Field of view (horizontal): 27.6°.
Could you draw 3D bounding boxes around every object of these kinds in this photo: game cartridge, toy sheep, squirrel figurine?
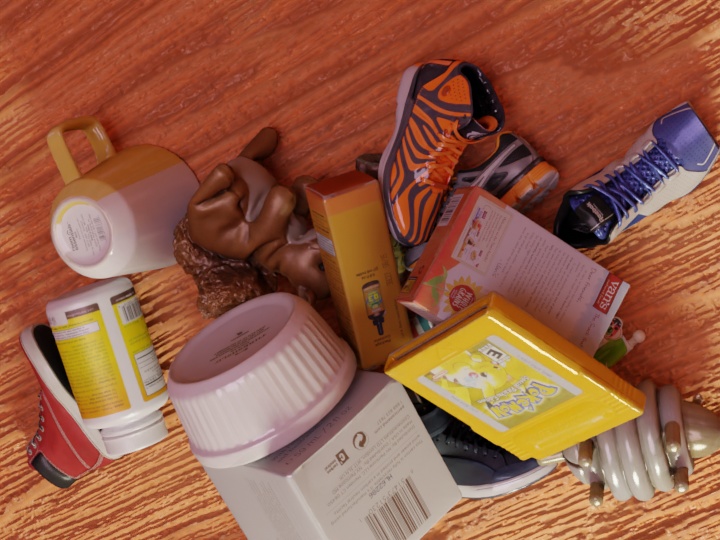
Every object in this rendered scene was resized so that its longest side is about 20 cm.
[{"bbox_3d":[0.150,0.113,1.450,0.200,0.033,0.176,34,141,-18],"label":"game cartridge"},{"bbox_3d":[0.280,0.180,1.530,0.199,0.138,0.138,-8,101,15],"label":"toy sheep"},{"bbox_3d":[-0.108,-0.024,1.645,0.187,0.142,0.200,41,116,0],"label":"squirrel figurine"}]

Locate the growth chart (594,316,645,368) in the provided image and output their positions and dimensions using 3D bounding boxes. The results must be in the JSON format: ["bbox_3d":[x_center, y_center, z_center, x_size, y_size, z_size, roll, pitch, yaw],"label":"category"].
[{"bbox_3d":[0.192,0.052,1.596,0.200,0.018,0.145,42,118,8],"label":"growth chart"}]

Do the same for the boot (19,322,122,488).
[{"bbox_3d":[-0.396,0.175,1.846,0.144,0.072,0.200,-31,94,27],"label":"boot"}]

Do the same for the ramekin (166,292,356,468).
[{"bbox_3d":[-0.111,0.106,1.534,0.202,0.203,0.094,-21,112,26],"label":"ramekin"}]

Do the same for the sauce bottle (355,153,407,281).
[{"bbox_3d":[0.021,-0.027,1.624,0.064,0.065,0.201,9,109,20],"label":"sauce bottle"}]

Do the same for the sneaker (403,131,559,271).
[{"bbox_3d":[0.120,-0.069,1.572,0.200,0.078,0.077,-39,74,22],"label":"sneaker"}]

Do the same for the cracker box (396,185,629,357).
[{"bbox_3d":[0.155,0.023,1.478,0.200,0.058,0.134,32,81,-15],"label":"cracker box"}]

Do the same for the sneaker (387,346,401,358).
[{"bbox_3d":[0.134,0.106,1.531,0.199,0.075,0.107,-13,88,-10],"label":"sneaker"}]

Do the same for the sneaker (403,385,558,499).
[{"bbox_3d":[0.110,0.176,1.630,0.202,0.077,0.147,-9,102,25],"label":"sneaker"}]

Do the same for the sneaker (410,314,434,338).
[{"bbox_3d":[0.136,0.107,1.594,0.199,0.070,0.094,31,117,10],"label":"sneaker"}]

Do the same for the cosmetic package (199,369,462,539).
[{"bbox_3d":[-0.037,0.216,1.568,0.200,0.167,0.167,3,127,54],"label":"cosmetic package"}]

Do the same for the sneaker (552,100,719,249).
[{"bbox_3d":[0.269,-0.077,1.478,0.199,0.115,0.081,-40,88,26],"label":"sneaker"}]

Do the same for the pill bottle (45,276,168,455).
[{"bbox_3d":[-0.299,0.116,1.766,0.109,0.109,0.201,-14,98,25],"label":"pill bottle"}]

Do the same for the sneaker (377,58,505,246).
[{"bbox_3d":[0.085,-0.124,1.522,0.112,0.077,0.201,2,85,45],"label":"sneaker"}]

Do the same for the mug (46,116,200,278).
[{"bbox_3d":[-0.294,-0.069,1.693,0.186,0.153,0.150,33,114,12],"label":"mug"}]

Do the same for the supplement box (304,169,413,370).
[{"bbox_3d":[0.000,0.000,1.555,0.066,0.069,0.201,-19,108,-18],"label":"supplement box"}]
